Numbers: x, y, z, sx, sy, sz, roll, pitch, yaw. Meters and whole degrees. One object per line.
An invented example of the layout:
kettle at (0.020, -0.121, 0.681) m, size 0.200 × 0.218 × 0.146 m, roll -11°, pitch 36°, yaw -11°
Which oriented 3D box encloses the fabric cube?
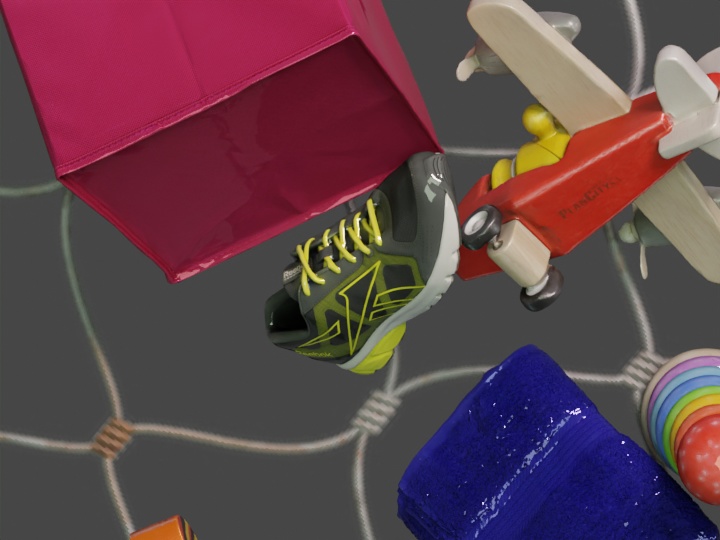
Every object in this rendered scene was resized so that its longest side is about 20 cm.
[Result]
fabric cube at (-0.093, -0.143, 1.567) m, size 0.200 × 0.196 × 0.200 m, roll -25°, pitch 67°, yaw 7°

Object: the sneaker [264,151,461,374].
sneaker at (0.000, 0.000, 1.612) m, size 0.084 × 0.075 × 0.200 m, roll 5°, pitch 140°, yaw -21°

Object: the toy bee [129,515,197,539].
toy bee at (-0.103, 0.266, 1.696) m, size 0.131 × 0.109 × 0.200 m, roll -1°, pitch 70°, yaw 13°

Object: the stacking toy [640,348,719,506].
stacking toy at (0.216, 0.100, 1.593) m, size 0.085 × 0.200 × 0.086 m, roll 0°, pitch 95°, yaw 5°

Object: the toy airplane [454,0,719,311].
toy airplane at (0.151, -0.081, 1.605) m, size 0.199 × 0.141 × 0.200 m, roll 3°, pitch 123°, yaw -4°

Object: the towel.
towel at (0.117, 0.156, 1.628) m, size 0.148 × 0.050 × 0.200 m, roll -54°, pitch 54°, yaw 12°
